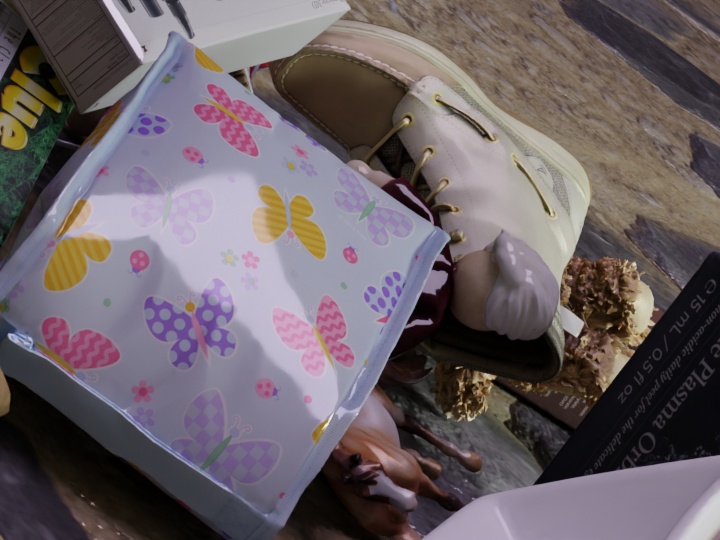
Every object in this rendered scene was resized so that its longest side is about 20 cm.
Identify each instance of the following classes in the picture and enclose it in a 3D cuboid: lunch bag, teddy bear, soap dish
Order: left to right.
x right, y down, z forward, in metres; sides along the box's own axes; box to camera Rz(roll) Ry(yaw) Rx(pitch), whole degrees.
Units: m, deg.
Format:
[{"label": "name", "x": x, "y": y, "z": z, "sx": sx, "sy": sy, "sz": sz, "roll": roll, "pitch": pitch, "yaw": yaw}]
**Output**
[{"label": "lunch bag", "x": -0.078, "y": 0.019, "z": 1.346, "sx": 0.169, "sy": 0.127, "sz": 0.200, "roll": 35, "pitch": 37, "yaw": -7}, {"label": "teddy bear", "x": 0.077, "y": 0.020, "z": 1.690, "sx": 0.199, "sy": 0.067, "sz": 0.145, "roll": 4, "pitch": 70, "yaw": -22}, {"label": "soap dish", "x": 0.096, "y": 0.145, "z": 1.304, "sx": 0.200, "sy": 0.157, "sz": 0.081, "roll": -30, "pitch": 107, "yaw": -69}]

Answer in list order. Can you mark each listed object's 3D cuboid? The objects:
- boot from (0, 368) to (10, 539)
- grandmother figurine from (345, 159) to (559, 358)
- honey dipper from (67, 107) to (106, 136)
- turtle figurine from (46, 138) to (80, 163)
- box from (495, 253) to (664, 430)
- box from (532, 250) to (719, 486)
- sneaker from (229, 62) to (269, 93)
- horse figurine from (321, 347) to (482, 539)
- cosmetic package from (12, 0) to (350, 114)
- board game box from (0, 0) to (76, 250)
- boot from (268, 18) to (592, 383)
[{"label": "boot", "x": -0.172, "y": 0.065, "z": 1.140, "sx": 0.175, "sy": 0.066, "sz": 0.200, "roll": 38, "pitch": 15, "yaw": 4}, {"label": "grandmother figurine", "x": 0.000, "y": 0.000, "z": 1.496, "sx": 0.199, "sy": 0.122, "sz": 0.061, "roll": 7, "pitch": -21, "yaw": 0}, {"label": "honey dipper", "x": -0.080, "y": -0.056, "z": 1.716, "sx": 0.200, "sy": 0.038, "sz": 0.038, "roll": 25, "pitch": 20, "yaw": -31}, {"label": "turtle figurine", "x": -0.200, "y": -0.142, "z": 1.614, "sx": 0.200, "sy": 0.101, "sz": 0.150, "roll": 29, "pitch": 17, "yaw": -4}, {"label": "box", "x": 0.100, "y": 0.024, "z": 1.798, "sx": 0.200, "sy": 0.075, "sz": 0.100, "roll": 31, "pitch": 16, "yaw": -11}, {"label": "box", "x": 0.201, "y": 0.132, "z": 1.474, "sx": 0.117, "sy": 0.197, "sz": 0.200, "roll": 18, "pitch": 24, "yaw": -45}, {"label": "sneaker", "x": -0.082, "y": -0.091, "z": 1.607, "sx": 0.113, "sy": 0.071, "sz": 0.201, "roll": 57, "pitch": 21, "yaw": -64}, {"label": "horse figurine", "x": 0.011, "y": 0.088, "z": 1.478, "sx": 0.132, "sy": 0.050, "sz": 0.200, "roll": 34, "pitch": 17, "yaw": -27}, {"label": "cosmetic package", "x": -0.088, "y": -0.138, "z": 1.493, "sx": 0.083, "sy": 0.051, "sz": 0.200, "roll": 60, "pitch": 31, "yaw": 4}, {"label": "board game box", "x": -0.186, "y": -0.091, "z": 1.410, "sx": 0.105, "sy": 0.023, "sz": 0.200, "roll": 36, "pitch": 38, "yaw": -15}, {"label": "boot", "x": 0.032, "y": -0.037, "z": 1.588, "sx": 0.200, "sy": 0.072, "sz": 0.155, "roll": 31, "pitch": 39, "yaw": -16}]
